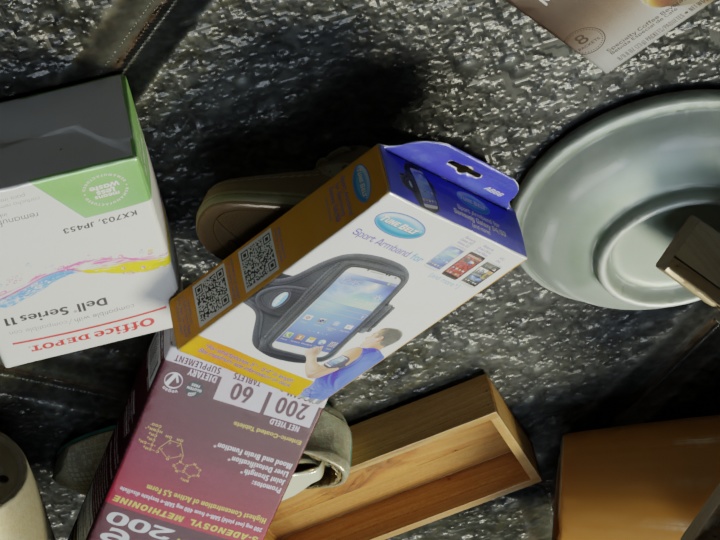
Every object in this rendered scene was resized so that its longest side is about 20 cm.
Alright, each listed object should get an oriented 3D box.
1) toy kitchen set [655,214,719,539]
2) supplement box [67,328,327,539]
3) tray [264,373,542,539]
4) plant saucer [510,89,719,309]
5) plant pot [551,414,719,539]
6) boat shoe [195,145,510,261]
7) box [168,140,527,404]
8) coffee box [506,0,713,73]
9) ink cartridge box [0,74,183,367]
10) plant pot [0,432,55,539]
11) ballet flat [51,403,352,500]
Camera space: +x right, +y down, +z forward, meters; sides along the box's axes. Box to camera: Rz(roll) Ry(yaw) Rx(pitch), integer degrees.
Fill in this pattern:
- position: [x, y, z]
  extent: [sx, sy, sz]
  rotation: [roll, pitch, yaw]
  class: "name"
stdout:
- position: [0.255, 0.107, 1.680]
  extent: [0.200, 0.163, 0.181]
  rotation: [32, 94, -40]
  class: "toy kitchen set"
- position: [-0.106, 0.129, 1.759]
  extent: [0.108, 0.061, 0.201]
  rotation: [17, 116, -14]
  class: "supplement box"
- position: [0.013, 0.141, 1.898]
  extent: [0.199, 0.037, 0.099]
  rotation: [-21, 143, 11]
  class: "tray"
- position: [0.192, -0.028, 1.723]
  extent: [0.199, 0.050, 0.201]
  rotation: [-8, 142, -7]
  class: "plant saucer"
- position: [0.223, 0.180, 1.901]
  extent: [0.182, 0.201, 0.201]
  rotation: [5, 142, 2]
  class: "plant pot"
- position: [-0.005, -0.036, 1.642]
  extent: [0.199, 0.065, 0.071]
  rotation: [5, 143, -24]
  class: "boat shoe"
- position: [0.000, 0.000, 1.601]
  extent: [0.200, 0.042, 0.119]
  rotation: [-35, 140, 32]
  class: "box"
- position: [0.167, -0.206, 1.461]
  extent: [0.200, 0.080, 0.114]
  rotation: [-33, 138, 24]
  class: "coffee box"
- position: [-0.168, -0.014, 1.618]
  extent: [0.117, 0.068, 0.200]
  rotation: [-14, 143, -1]
  class: "ink cartridge box"
- position: [-0.265, 0.202, 1.796]
  extent: [0.186, 0.188, 0.201]
  rotation: [-1, 128, -15]
  class: "plant pot"
- position: [-0.102, 0.128, 1.824]
  extent: [0.199, 0.063, 0.068]
  rotation: [-11, 143, -3]
  class: "ballet flat"
